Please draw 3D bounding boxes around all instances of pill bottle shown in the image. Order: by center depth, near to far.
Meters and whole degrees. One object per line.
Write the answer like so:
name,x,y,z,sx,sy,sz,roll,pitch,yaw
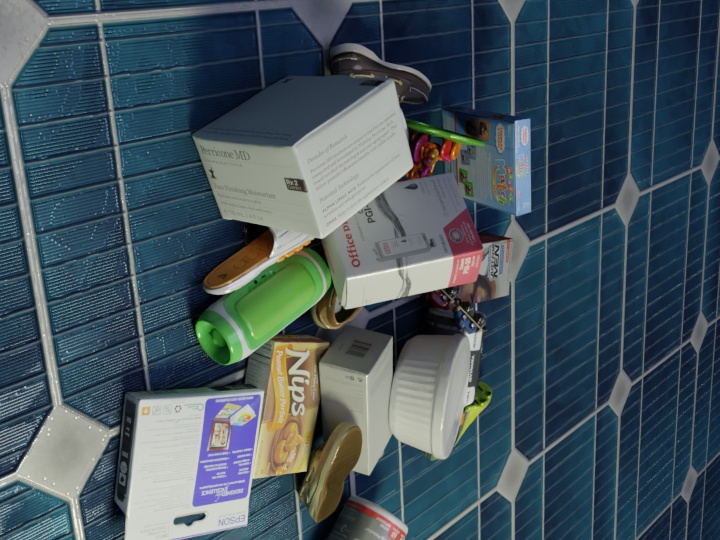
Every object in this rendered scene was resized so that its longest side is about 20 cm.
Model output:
pill bottle,-0.015,0.483,1.476,0.201,0.113,0.114,-60,136,-20
pill bottle,0.160,0.170,1.605,0.106,0.106,0.202,-3,101,-48

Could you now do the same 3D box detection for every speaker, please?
speaker,-0.132,0.046,1.254,0.200,0.088,0.089,-37,126,-37

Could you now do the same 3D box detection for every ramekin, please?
ramekin,0.112,0.197,1.467,0.202,0.094,0.204,9,90,-74

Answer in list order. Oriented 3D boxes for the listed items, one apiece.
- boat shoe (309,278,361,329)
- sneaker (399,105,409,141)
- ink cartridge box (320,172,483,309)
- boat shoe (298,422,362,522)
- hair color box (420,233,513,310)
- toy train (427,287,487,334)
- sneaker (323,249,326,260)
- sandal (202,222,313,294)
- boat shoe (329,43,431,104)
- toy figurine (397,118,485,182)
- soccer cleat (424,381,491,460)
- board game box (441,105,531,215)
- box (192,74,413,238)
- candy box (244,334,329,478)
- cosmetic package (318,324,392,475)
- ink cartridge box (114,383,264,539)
boat shoe,0.000,0.000,1.341,0.075,0.074,0.201,31,80,-25
sneaker,0.011,-0.160,1.346,0.087,0.076,0.201,-18,131,-37
ink cartridge box,0.053,-0.043,1.272,0.198,0.147,0.083,-12,149,-11
boat shoe,-0.053,0.296,1.373,0.072,0.065,0.201,-22,141,-41
hair color box,0.195,0.000,1.637,0.199,0.064,0.112,-10,108,-46
toy train,0.135,0.039,1.521,0.200,0.034,0.046,44,74,-3
sneaker,0.027,-0.011,1.428,0.200,0.075,0.071,27,79,-48
sandal,-0.135,-0.043,1.233,0.206,0.079,0.060,-40,130,-33
boat shoe,0.033,-0.280,1.363,0.199,0.072,0.060,14,69,-45
toy figurine,0.094,-0.136,1.427,0.200,0.149,0.185,-13,120,-69
soccer cleat,0.179,0.279,1.704,0.200,0.065,0.084,-40,157,-41
board game box,0.205,-0.185,1.496,0.036,0.200,0.152,-14,111,-26
box,-0.072,-0.157,1.183,0.200,0.198,0.131,-40,126,-35
candy box,-0.117,0.196,1.331,0.115,0.055,0.202,6,95,-50
cosmetic package,-0.003,0.201,1.396,0.108,0.084,0.201,-52,148,-52
ink cartridge box,-0.230,0.258,1.215,0.197,0.043,0.202,2,97,-43
